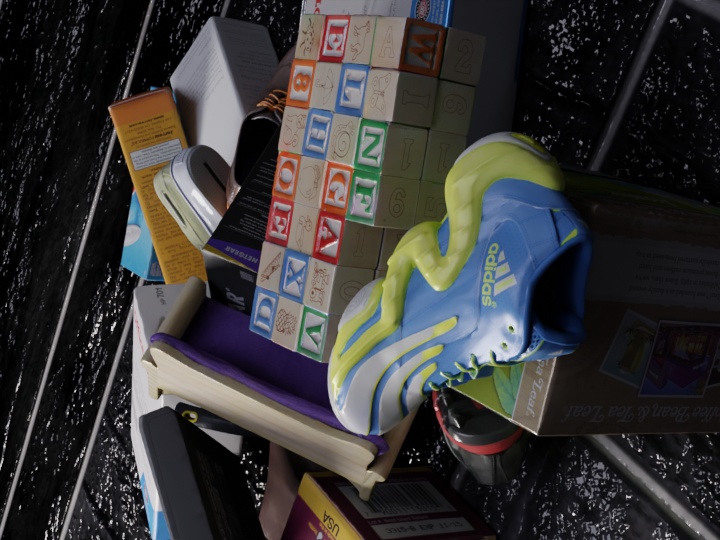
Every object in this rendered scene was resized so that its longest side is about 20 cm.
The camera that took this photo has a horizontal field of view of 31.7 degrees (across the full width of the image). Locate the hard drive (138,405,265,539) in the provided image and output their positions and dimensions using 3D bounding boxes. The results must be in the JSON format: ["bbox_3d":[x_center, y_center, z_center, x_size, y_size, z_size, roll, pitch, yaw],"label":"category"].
[{"bbox_3d":[-0.116,0.197,1.020,0.033,0.200,0.140,-22,69,2],"label":"hard drive"}]

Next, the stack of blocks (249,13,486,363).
[{"bbox_3d":[0.001,-0.048,0.757,0.115,0.058,0.201,19,100,54],"label":"stack of blocks"}]

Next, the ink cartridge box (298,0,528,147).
[{"bbox_3d":[0.034,-0.166,1.037,0.200,0.085,0.147,12,96,55],"label":"ink cartridge box"}]

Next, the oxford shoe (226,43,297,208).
[{"bbox_3d":[-0.067,-0.134,1.136,0.073,0.071,0.201,86,-162,-62],"label":"oxford shoe"}]

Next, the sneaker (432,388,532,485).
[{"bbox_3d":[0.084,0.078,0.949,0.201,0.070,0.098,-100,-6,-51],"label":"sneaker"}]

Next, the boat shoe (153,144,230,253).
[{"bbox_3d":[-0.114,-0.026,1.176,0.062,0.072,0.201,-20,108,44],"label":"boat shoe"}]

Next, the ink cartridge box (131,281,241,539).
[{"bbox_3d":[-0.168,0.133,1.207,0.147,0.085,0.201,-114,27,-46],"label":"ink cartridge box"}]

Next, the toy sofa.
[{"bbox_3d":[-0.057,0.081,0.939,0.098,0.199,0.083,102,-166,-60],"label":"toy sofa"}]

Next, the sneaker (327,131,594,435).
[{"bbox_3d":[0.053,0.031,0.666,0.105,0.075,0.201,52,126,40],"label":"sneaker"}]

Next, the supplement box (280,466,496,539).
[{"bbox_3d":[0.000,0.266,1.001,0.103,0.130,0.201,41,119,46],"label":"supplement box"}]

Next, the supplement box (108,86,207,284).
[{"bbox_3d":[-0.193,-0.080,1.280,0.067,0.068,0.201,-127,19,-77],"label":"supplement box"}]

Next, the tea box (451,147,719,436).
[{"bbox_3d":[0.131,0.008,0.792,0.196,0.199,0.134,27,107,50],"label":"tea box"}]

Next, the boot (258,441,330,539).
[{"bbox_3d":[-0.071,0.160,1.154,0.200,0.072,0.167,37,113,44],"label":"boot"}]

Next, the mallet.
[{"bbox_3d":[-0.058,0.127,1.061,0.199,0.041,0.066,16,93,10],"label":"mallet"}]

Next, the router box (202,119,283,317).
[{"bbox_3d":[-0.062,-0.018,1.038,0.200,0.052,0.158,91,-156,-61],"label":"router box"}]

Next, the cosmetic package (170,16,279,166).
[{"bbox_3d":[-0.117,-0.142,1.253,0.102,0.074,0.201,-46,54,41],"label":"cosmetic package"}]

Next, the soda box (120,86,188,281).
[{"bbox_3d":[-0.202,-0.092,1.369,0.068,0.064,0.201,24,105,52],"label":"soda box"}]
